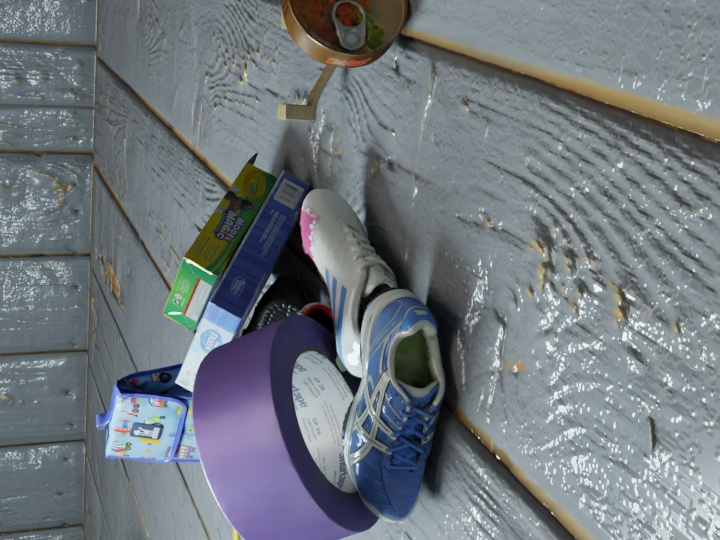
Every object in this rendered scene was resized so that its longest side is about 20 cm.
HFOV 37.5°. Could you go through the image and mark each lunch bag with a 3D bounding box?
[{"bbox_3d":[-0.268,0.197,1.478,0.151,0.198,0.095,111,149,-44],"label":"lunch bag"}]

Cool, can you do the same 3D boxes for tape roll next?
[{"bbox_3d":[-0.059,0.147,0.955,0.084,0.200,0.202,-22,63,20],"label":"tape roll"}]

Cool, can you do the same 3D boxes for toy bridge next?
[{"bbox_3d":[-0.047,-0.254,1.083,0.027,0.067,0.202,-162,74,-67],"label":"toy bridge"}]

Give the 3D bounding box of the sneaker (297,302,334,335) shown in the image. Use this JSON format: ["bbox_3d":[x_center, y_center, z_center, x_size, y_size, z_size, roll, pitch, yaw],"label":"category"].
[{"bbox_3d":[-0.044,0.135,1.095,0.108,0.067,0.203,123,143,-58],"label":"sneaker"}]

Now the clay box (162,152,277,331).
[{"bbox_3d":[-0.158,-0.038,1.245,0.115,0.047,0.201,-59,3,48],"label":"clay box"}]

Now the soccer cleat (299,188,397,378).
[{"bbox_3d":[0.000,0.000,0.994,0.086,0.069,0.202,-43,56,49],"label":"soccer cleat"}]

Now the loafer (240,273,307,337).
[{"bbox_3d":[-0.104,0.081,1.259,0.072,0.072,0.200,-85,20,-45],"label":"loafer"}]

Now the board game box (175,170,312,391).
[{"bbox_3d":[-0.135,0.018,1.218,0.201,0.043,0.199,-65,5,-36],"label":"board game box"}]

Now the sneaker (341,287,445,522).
[{"bbox_3d":[0.030,0.119,0.898,0.077,0.075,0.202,-156,65,-70],"label":"sneaker"}]

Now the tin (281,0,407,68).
[{"bbox_3d":[-0.020,-0.278,0.960,0.042,0.111,0.202,124,141,-69],"label":"tin"}]

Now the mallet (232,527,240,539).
[{"bbox_3d":[-0.168,0.352,1.463,0.066,0.041,0.202,157,114,-68],"label":"mallet"}]
